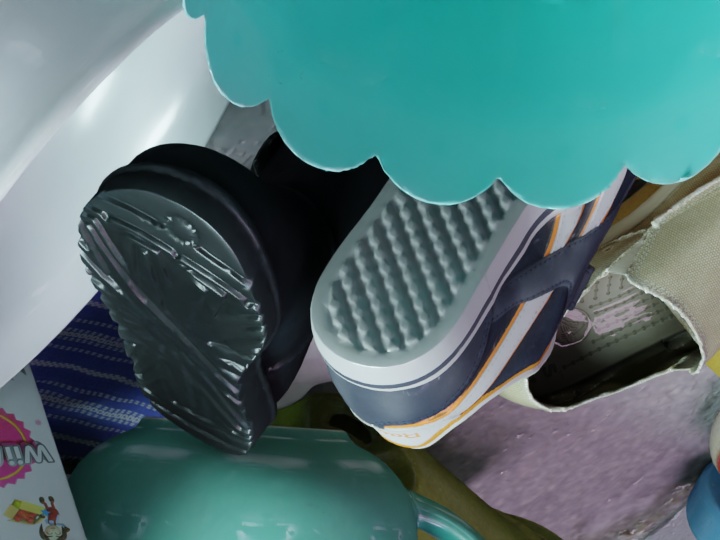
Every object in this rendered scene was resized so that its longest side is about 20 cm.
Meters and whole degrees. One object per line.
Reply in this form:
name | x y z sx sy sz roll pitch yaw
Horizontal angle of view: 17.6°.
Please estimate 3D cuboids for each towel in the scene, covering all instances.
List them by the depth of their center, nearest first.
towel | -0.123 0.069 1.062 0.200 0.024 0.145 -43 142 25

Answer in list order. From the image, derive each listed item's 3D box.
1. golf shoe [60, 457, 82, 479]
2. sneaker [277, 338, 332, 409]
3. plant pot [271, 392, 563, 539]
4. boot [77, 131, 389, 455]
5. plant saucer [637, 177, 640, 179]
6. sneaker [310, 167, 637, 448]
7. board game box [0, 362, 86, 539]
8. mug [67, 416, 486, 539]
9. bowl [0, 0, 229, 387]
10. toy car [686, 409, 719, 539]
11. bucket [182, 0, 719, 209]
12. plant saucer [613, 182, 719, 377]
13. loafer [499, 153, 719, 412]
golf shoe | -0.122 0.158 1.088 0.078 0.095 0.200 -27 144 10
sneaker | 0.000 0.000 1.001 0.200 0.075 0.100 -16 125 -32
plant pot | 0.001 0.162 1.142 0.200 0.200 0.184 -30 135 7
boot | -0.024 -0.039 0.861 0.168 0.076 0.200 -58 165 -22
plant saucer | 0.148 -0.082 0.965 0.200 0.035 0.200 -16 164 -5
sneaker | 0.053 -0.023 0.854 0.200 0.078 0.079 -50 150 -22
board game box | -0.172 0.103 0.917 0.064 0.200 0.148 -2 140 -30
mug | -0.040 0.122 0.979 0.185 0.114 0.152 7 175 -42
bowl | -0.131 -0.044 0.808 0.201 0.090 0.201 -51 173 -8
toy car | 0.304 0.137 1.270 0.177 0.200 0.184 -8 143 -25
bucket | 0.050 -0.130 0.747 0.207 0.135 0.207 4 142 3
plant saucer | 0.239 -0.013 1.111 0.200 0.048 0.200 -40 130 13
loafer | 0.139 0.005 0.976 0.200 0.068 0.076 -32 118 8
